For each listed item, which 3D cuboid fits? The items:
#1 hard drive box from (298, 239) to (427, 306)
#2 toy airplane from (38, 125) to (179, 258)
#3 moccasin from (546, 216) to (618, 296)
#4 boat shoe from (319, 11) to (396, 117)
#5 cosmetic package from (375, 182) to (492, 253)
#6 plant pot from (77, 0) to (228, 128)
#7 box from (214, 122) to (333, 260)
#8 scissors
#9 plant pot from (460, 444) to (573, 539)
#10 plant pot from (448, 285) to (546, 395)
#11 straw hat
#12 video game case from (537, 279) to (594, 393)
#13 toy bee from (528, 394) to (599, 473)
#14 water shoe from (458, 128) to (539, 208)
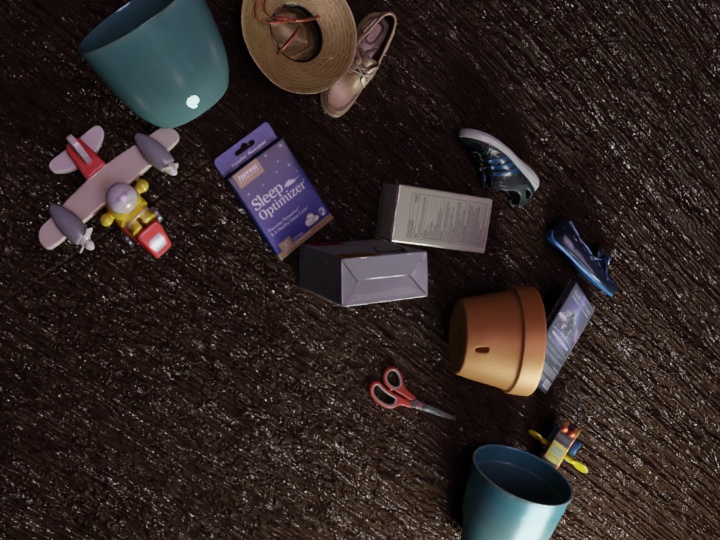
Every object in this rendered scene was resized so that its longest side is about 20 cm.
[{"bbox_3d":[0.000,0.000,1.456,0.154,0.199,0.078,-5,99,-24],"label":"hard drive box"},{"bbox_3d":[-0.371,-0.123,1.301,0.196,0.141,0.203,5,96,-24],"label":"toy airplane"},{"bbox_3d":[0.456,-0.027,1.724,0.200,0.080,0.068,41,92,-25],"label":"moccasin"},{"bbox_3d":[-0.004,-0.354,1.478,0.071,0.064,0.202,29,85,-25],"label":"boat shoe"},{"bbox_3d":[0.133,-0.095,1.573,0.197,0.071,0.107,8,95,-25],"label":"cosmetic package"},{"bbox_3d":[-0.289,-0.312,1.289,0.200,0.200,0.162,-40,122,-14],"label":"plant pot"},{"bbox_3d":[-0.145,-0.134,1.464,0.121,0.032,0.201,-39,110,-15],"label":"box"},{"bbox_3d":[0.097,0.255,1.641,0.200,0.014,0.074,41,77,-25],"label":"scissors"},{"bbox_3d":[0.282,0.469,1.665,0.197,0.200,0.191,8,108,-25],"label":"plant pot"},{"bbox_3d":[0.244,0.125,1.601,0.138,0.200,0.203,5,96,-8],"label":"plant pot"},{"bbox_3d":[-0.110,-0.383,1.415,0.198,0.085,0.205,-1,92,-22],"label":"straw hat"},{"bbox_3d":[0.391,0.134,1.720,0.202,0.019,0.143,-58,142,-8],"label":"video game case"},{"bbox_3d":[0.398,0.339,1.737,0.129,0.109,0.203,11,83,19],"label":"toy bee"},{"bbox_3d":[0.252,-0.188,1.616,0.199,0.071,0.080,33,86,-24],"label":"water shoe"}]
